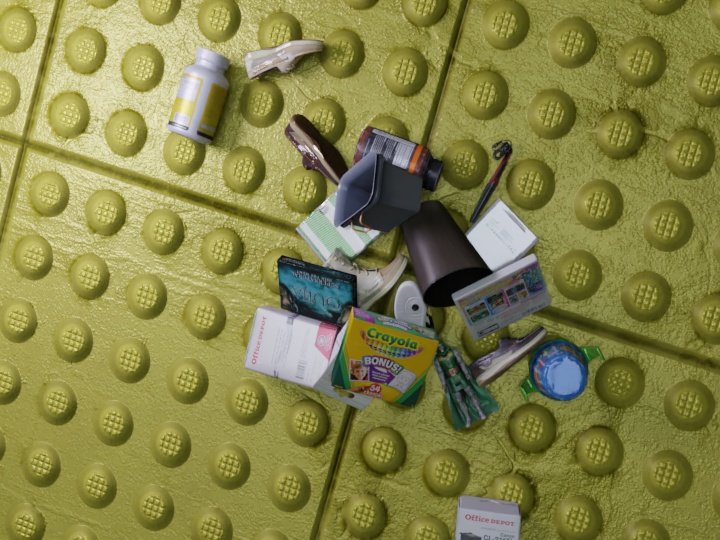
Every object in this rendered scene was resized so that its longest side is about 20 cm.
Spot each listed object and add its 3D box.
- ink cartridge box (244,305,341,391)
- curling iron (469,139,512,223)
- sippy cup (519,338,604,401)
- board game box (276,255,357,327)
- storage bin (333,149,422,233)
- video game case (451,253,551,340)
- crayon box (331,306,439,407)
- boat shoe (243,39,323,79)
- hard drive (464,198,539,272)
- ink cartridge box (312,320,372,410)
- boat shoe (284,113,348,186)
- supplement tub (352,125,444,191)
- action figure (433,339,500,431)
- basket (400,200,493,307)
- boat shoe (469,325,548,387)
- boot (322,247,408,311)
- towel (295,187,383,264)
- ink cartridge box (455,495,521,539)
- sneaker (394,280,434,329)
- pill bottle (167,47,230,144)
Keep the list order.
[{"bbox_3d":[-0.157,0.178,1.781,0.195,0.083,0.150,15,94,7],"label":"ink cartridge box"},{"bbox_3d":[0.293,-0.203,1.736,0.049,0.026,0.204,22,93,0],"label":"curling iron"},{"bbox_3d":[0.442,0.226,1.673,0.137,0.130,0.181,26,94,6],"label":"sippy cup"},{"bbox_3d":[-0.098,0.051,1.742,0.195,0.028,0.138,15,125,23],"label":"board game box"},{"bbox_3d":[0.042,-0.150,1.665,0.131,0.199,0.149,15,69,-22],"label":"storage bin"},{"bbox_3d":[0.314,0.063,1.676,0.196,0.183,0.024,-26,49,7],"label":"video game case"},{"bbox_3d":[0.051,0.191,1.662,0.195,0.059,0.176,15,114,-8],"label":"crayon box"},{"bbox_3d":[-0.175,-0.493,1.778,0.195,0.072,0.067,-10,99,11],"label":"boat shoe"},{"bbox_3d":[0.292,-0.044,1.740,0.132,0.026,0.200,45,97,5],"label":"hard drive"},{"bbox_3d":[-0.001,0.210,1.746,0.158,0.048,0.202,28,108,-28],"label":"ink cartridge box"},{"bbox_3d":[-0.106,-0.268,1.779,0.201,0.072,0.072,48,127,2],"label":"boat shoe"},{"bbox_3d":[0.088,-0.245,1.726,0.196,0.107,0.109,22,94,7],"label":"supplement tub"},{"bbox_3d":[0.223,0.253,1.746,0.116,0.055,0.204,-28,83,11],"label":"action figure"},{"bbox_3d":[0.176,-0.042,1.674,0.176,0.137,0.203,-5,54,-28],"label":"basket"},{"bbox_3d":[0.332,0.181,1.717,0.198,0.072,0.065,-38,70,1],"label":"boat shoe"},{"bbox_3d":[0.000,0.000,1.750,0.155,0.072,0.200,44,102,-5],"label":"boot"},{"bbox_3d":[-0.035,-0.110,1.789,0.199,0.023,0.153,-41,87,5],"label":"towel"},{"bbox_3d":[0.284,0.632,1.729,0.142,0.083,0.206,4,92,9],"label":"ink cartridge box"},{"bbox_3d":[0.122,0.098,1.717,0.071,0.112,0.205,-10,114,10],"label":"sneaker"},{"bbox_3d":[-0.373,-0.408,1.784,0.109,0.112,0.205,19,94,7],"label":"pill bottle"}]
